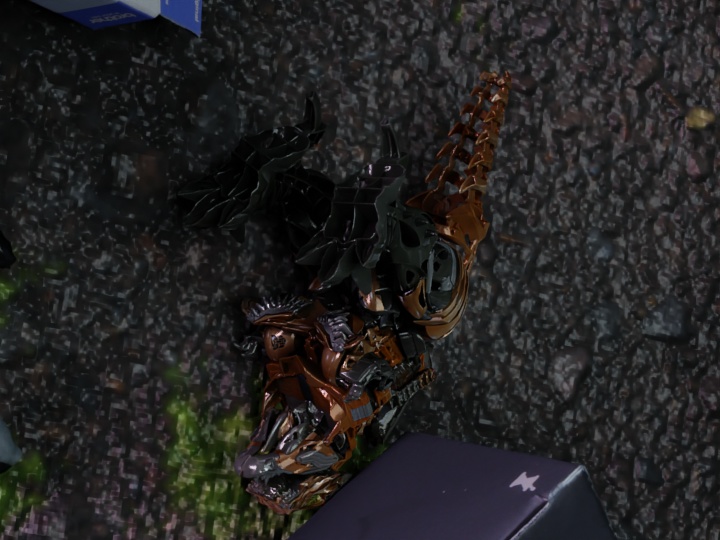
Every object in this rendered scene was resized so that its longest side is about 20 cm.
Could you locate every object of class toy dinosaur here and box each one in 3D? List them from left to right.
[{"bbox_3d":[0.000,0.000,0.869,0.136,0.102,0.200,49,48,-46],"label":"toy dinosaur"}]

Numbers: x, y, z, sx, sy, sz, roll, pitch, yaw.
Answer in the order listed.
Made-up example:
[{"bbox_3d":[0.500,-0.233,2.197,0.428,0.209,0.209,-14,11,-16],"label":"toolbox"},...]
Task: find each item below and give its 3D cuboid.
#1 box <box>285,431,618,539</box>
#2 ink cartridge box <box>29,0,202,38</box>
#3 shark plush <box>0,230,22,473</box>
[{"bbox_3d":[0.028,0.205,0.827,0.197,0.117,0.200,-40,116,-28],"label":"box"},{"bbox_3d":[-0.127,-0.167,0.780,0.200,0.042,0.120,18,68,-56],"label":"ink cartridge box"},{"bbox_3d":[-0.166,-0.004,0.745,0.083,0.091,0.201,-12,108,7],"label":"shark plush"}]
